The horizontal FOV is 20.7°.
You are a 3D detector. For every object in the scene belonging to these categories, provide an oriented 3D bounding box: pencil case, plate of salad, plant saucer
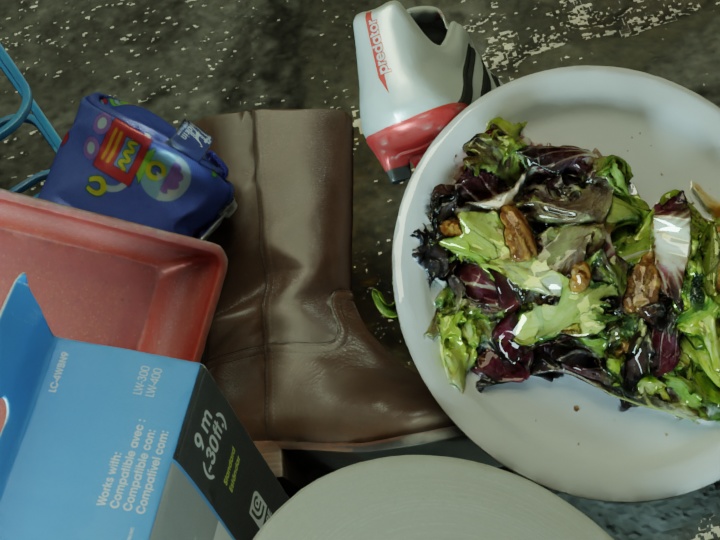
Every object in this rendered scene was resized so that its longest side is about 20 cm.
[{"bbox_3d":[-0.127,0.018,0.918,0.086,0.078,0.201,25,94,-1],"label":"pencil case"},{"bbox_3d":[0.113,0.000,0.864,0.198,0.048,0.202,3,74,-9],"label":"plate of salad"},{"bbox_3d":[-0.171,0.062,0.828,0.037,0.199,0.201,22,96,53],"label":"plant saucer"}]

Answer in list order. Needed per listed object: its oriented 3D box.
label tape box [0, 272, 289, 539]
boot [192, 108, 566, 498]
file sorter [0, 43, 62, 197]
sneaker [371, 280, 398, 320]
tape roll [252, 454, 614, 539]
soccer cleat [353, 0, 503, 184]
[{"bbox_3d":[-0.090,0.117,0.787,0.066,0.201,0.144,-6,45,21],"label":"label tape box"},{"bbox_3d":[0.000,0.000,0.931,0.185,0.064,0.202,-8,67,9],"label":"boot"},{"bbox_3d":[-0.210,-0.049,0.970,0.122,0.201,0.139,-33,47,-7],"label":"file sorter"},{"bbox_3d":[0.105,0.017,0.951,0.198,0.072,0.084,9,80,19],"label":"sneaker"},{"bbox_3d":[0.037,0.166,0.767,0.201,0.037,0.204,11,49,-13],"label":"tape roll"},{"bbox_3d":[0.043,-0.087,0.974,0.068,0.200,0.086,-18,86,18],"label":"soccer cleat"}]
